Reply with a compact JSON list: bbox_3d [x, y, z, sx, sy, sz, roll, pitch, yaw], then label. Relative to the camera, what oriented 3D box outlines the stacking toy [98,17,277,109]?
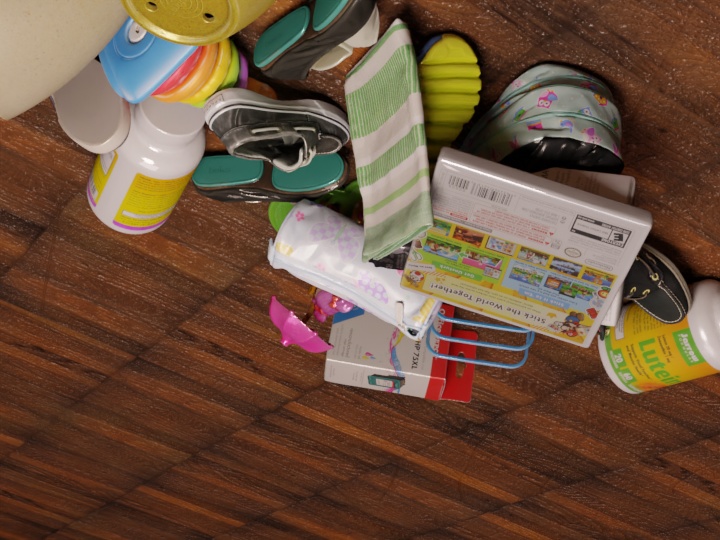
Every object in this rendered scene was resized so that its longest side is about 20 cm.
[{"bbox_3d":[-0.153,-0.201,1.167,0.110,0.116,0.200,-39,147,21],"label":"stacking toy"}]

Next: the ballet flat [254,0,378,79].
[{"bbox_3d":[-0.026,-0.232,1.093,0.068,0.068,0.200,18,159,-28],"label":"ballet flat"}]

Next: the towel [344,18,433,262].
[{"bbox_3d":[0.024,-0.120,1.115,0.023,0.201,0.153,0,167,-21],"label":"towel"}]

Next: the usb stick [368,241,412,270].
[{"bbox_3d":[0.108,-0.013,1.207,0.199,0.033,0.056,6,151,0],"label":"usb stick"}]

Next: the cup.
[{"bbox_3d":[-0.292,-0.256,1.051,0.143,0.201,0.201,-22,145,-3],"label":"cup"}]

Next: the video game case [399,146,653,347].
[{"bbox_3d":[0.150,-0.018,1.103,0.199,0.023,0.182,18,137,2],"label":"video game case"}]

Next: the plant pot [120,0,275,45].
[{"bbox_3d":[-0.138,-0.276,0.987,0.199,0.142,0.200,8,149,5],"label":"plant pot"}]

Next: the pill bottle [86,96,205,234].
[{"bbox_3d":[-0.233,-0.128,1.291,0.104,0.105,0.200,20,148,-16],"label":"pill bottle"}]

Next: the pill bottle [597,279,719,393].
[{"bbox_3d":[0.400,0.075,1.422,0.111,0.111,0.200,33,142,-32],"label":"pill bottle"}]

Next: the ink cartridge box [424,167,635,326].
[{"bbox_3d":[0.160,-0.029,1.137,0.199,0.057,0.163,11,137,17],"label":"ink cartridge box"}]

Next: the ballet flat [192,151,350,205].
[{"bbox_3d":[-0.095,-0.106,1.329,0.199,0.068,0.068,3,158,23],"label":"ballet flat"}]

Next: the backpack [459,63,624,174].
[{"bbox_3d":[0.176,-0.109,1.180,0.166,0.127,0.200,9,150,-20],"label":"backpack"}]

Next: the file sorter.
[{"bbox_3d":[0.154,0.014,1.387,0.138,0.123,0.200,8,148,3],"label":"file sorter"}]

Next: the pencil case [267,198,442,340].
[{"bbox_3d":[0.000,0.000,1.270,0.200,0.091,0.083,28,154,7],"label":"pencil case"}]

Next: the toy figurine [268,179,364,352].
[{"bbox_3d":[-0.034,0.006,1.371,0.200,0.185,0.150,-20,137,39],"label":"toy figurine"}]

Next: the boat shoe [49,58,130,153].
[{"bbox_3d":[-0.268,-0.170,1.186,0.075,0.200,0.093,-38,144,2],"label":"boat shoe"}]

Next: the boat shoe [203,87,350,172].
[{"bbox_3d":[-0.079,-0.133,1.199,0.072,0.071,0.200,-34,158,36],"label":"boat shoe"}]

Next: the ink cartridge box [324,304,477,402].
[{"bbox_3d":[0.059,0.100,1.559,0.199,0.117,0.067,9,148,1],"label":"ink cartridge box"}]

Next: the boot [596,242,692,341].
[{"bbox_3d":[0.282,0.030,1.302,0.204,0.154,0.073,44,141,-21],"label":"boot"}]

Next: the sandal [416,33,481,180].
[{"bbox_3d":[0.059,-0.138,1.156,0.079,0.087,0.201,10,107,-22],"label":"sandal"}]
